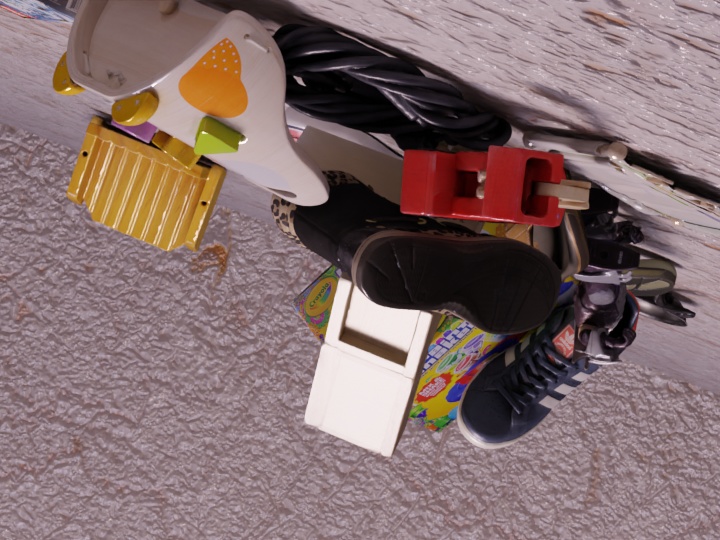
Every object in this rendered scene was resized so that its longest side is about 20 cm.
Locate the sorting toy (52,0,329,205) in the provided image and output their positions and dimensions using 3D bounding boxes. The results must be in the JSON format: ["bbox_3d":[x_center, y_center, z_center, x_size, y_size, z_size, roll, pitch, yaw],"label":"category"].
[{"bbox_3d":[-0.107,-0.112,1.521,0.180,0.107,0.200,40,172,-35],"label":"sorting toy"}]

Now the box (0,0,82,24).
[{"bbox_3d":[-0.313,-0.250,1.664,0.199,0.040,0.137,24,175,-34],"label":"box"}]

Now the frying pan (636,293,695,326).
[{"bbox_3d":[0.298,0.027,2.256,0.114,0.031,0.190,21,173,7],"label":"frying pan"}]

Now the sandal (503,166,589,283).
[{"bbox_3d":[0.136,-0.028,1.658,0.054,0.082,0.200,-14,170,-10],"label":"sandal"}]

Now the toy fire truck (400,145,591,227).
[{"bbox_3d":[0.106,-0.056,1.473,0.140,0.049,0.200,6,-179,35],"label":"toy fire truck"}]

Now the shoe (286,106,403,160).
[{"bbox_3d":[-0.019,-0.083,2.000,0.071,0.091,0.200,20,176,33],"label":"shoe"}]

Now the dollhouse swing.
[{"bbox_3d":[-0.311,-0.112,2.983,0.199,0.182,0.176,22,-163,1],"label":"dollhouse swing"}]

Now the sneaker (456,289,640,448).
[{"bbox_3d":[0.168,0.078,1.877,0.075,0.200,0.085,47,157,9],"label":"sneaker"}]

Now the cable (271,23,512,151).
[{"bbox_3d":[0.013,-0.121,1.513,0.163,0.051,0.200,19,175,42],"label":"cable"}]

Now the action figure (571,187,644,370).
[{"bbox_3d":[0.202,0.008,1.767,0.069,0.131,0.200,-4,157,9],"label":"action figure"}]

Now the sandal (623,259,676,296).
[{"bbox_3d":[0.203,-0.015,2.036,0.200,0.058,0.080,6,168,11],"label":"sandal"}]

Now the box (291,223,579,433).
[{"bbox_3d":[0.078,0.025,1.906,0.122,0.200,0.193,53,-169,24],"label":"box"}]

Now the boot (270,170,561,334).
[{"bbox_3d":[0.040,-0.016,1.585,0.199,0.074,0.150,6,-162,-39],"label":"boot"}]

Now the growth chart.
[{"bbox_3d":[0.212,-0.057,1.533,0.199,0.018,0.144,24,176,-36],"label":"growth chart"}]

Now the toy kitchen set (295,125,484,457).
[{"bbox_3d":[0.000,0.000,1.751,0.162,0.200,0.181,22,134,8],"label":"toy kitchen set"}]
